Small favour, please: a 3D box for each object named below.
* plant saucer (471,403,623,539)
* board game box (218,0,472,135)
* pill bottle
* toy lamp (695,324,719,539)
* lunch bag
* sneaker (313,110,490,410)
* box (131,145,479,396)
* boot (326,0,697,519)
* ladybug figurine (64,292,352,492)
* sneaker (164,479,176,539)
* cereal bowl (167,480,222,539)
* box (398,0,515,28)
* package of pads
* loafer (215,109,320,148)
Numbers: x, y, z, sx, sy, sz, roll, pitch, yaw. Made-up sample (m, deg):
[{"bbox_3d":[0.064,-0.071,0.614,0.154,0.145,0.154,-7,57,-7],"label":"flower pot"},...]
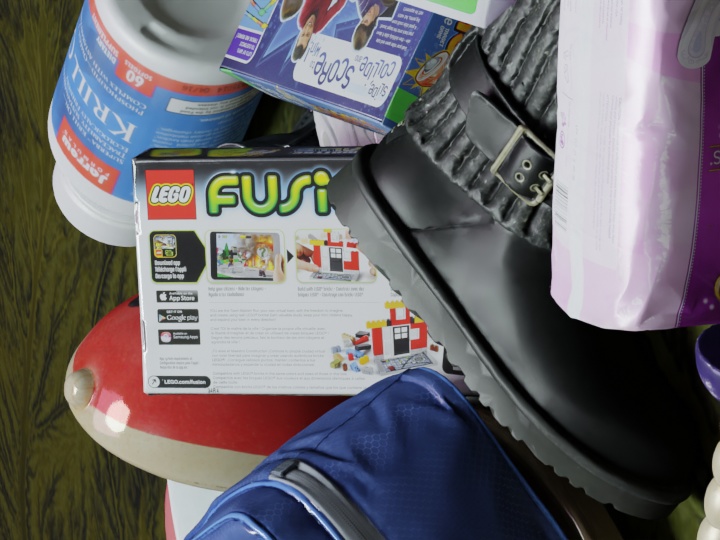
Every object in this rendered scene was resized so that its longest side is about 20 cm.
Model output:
[{"bbox_3d":[0.073,0.149,1.226,0.200,0.029,0.201,40,142,42],"label":"plant saucer"},{"bbox_3d":[0.010,-0.135,1.248,0.136,0.034,0.200,-65,26,1],"label":"board game box"},{"bbox_3d":[-0.115,-0.099,1.528,0.200,0.112,0.113,117,139,-53],"label":"pill bottle"},{"bbox_3d":[0.141,0.118,1.075,0.058,0.058,0.201,-132,41,-53],"label":"toy lamp"},{"bbox_3d":[-0.012,0.146,1.184,0.136,0.132,0.200,53,151,5],"label":"lunch bag"},{"bbox_3d":[0.034,-0.033,1.256,0.099,0.078,0.201,-49,53,55],"label":"sneaker"},{"bbox_3d":[0.000,0.000,1.206,0.035,0.199,0.111,-45,-45,-74],"label":"box"},{"bbox_3d":[0.100,-0.017,1.103,0.211,0.079,0.158,48,114,3],"label":"boot"},{"bbox_3d":[-0.052,0.048,1.326,0.136,0.199,0.072,51,132,39],"label":"ladybug figurine"},{"bbox_3d":[-0.077,0.182,1.602,0.087,0.073,0.201,149,116,-79],"label":"sneaker"},{"bbox_3d":[-0.035,0.141,1.441,0.200,0.083,0.201,169,90,-70],"label":"cereal bowl"},{"bbox_3d":[0.057,-0.222,0.993,0.096,0.176,0.201,23,126,18],"label":"box"},{"bbox_3d":[0.131,-0.081,0.959,0.076,0.120,0.201,-146,53,-60],"label":"package of pads"},{"bbox_3d":[-0.042,-0.041,1.325,0.068,0.070,0.201,-45,10,33],"label":"loafer"}]
